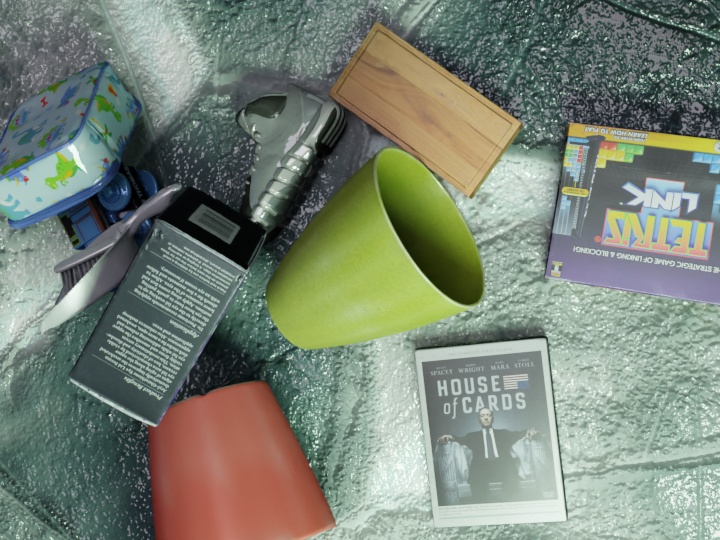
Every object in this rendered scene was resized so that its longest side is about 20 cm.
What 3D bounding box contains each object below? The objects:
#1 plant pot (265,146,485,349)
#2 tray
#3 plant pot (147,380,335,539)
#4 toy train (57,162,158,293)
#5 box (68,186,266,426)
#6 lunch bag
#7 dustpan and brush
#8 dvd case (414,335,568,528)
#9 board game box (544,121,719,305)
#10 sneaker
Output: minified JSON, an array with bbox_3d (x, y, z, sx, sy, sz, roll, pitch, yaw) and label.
[{"bbox_3d":[0.000,0.000,0.917,0.199,0.187,0.188,-32,84,28],"label":"plant pot"},{"bbox_3d":[0.071,-0.179,0.954,0.199,0.037,0.099,37,99,11],"label":"tray"},{"bbox_3d":[-0.145,0.229,0.946,0.199,0.200,0.179,-22,76,13],"label":"plant pot"},{"bbox_3d":[-0.276,-0.033,1.020,0.114,0.087,0.201,-30,86,21],"label":"toy train"},{"bbox_3d":[-0.197,0.033,0.894,0.104,0.148,0.201,30,107,-8],"label":"box"},{"bbox_3d":[-0.345,-0.146,0.981,0.160,0.201,0.083,-22,128,14],"label":"lunch bag"},{"bbox_3d":[-0.265,-0.026,0.916,0.199,0.140,0.057,-28,115,7],"label":"dustpan and brush"},{"bbox_3d":[0.144,0.180,0.949,0.149,0.025,0.202,-7,90,13],"label":"dvd case"},{"bbox_3d":[0.303,-0.058,0.890,0.198,0.057,0.167,9,92,13],"label":"board game box"},{"bbox_3d":[-0.112,-0.127,0.988,0.115,0.075,0.201,35,90,16],"label":"sneaker"}]
